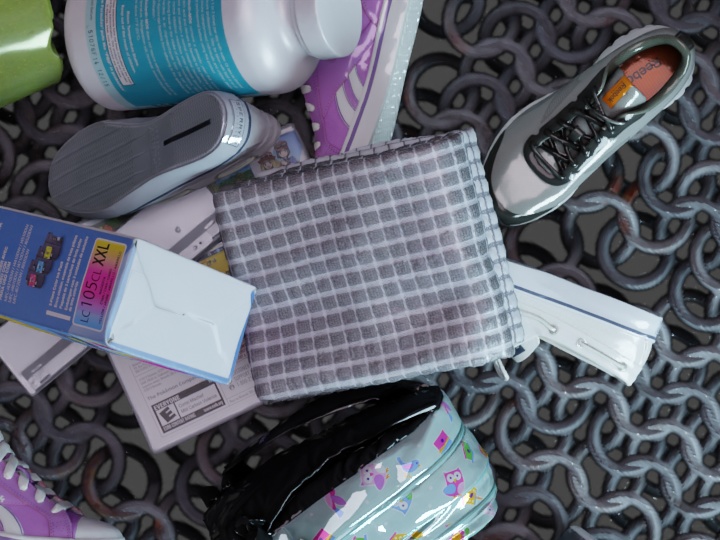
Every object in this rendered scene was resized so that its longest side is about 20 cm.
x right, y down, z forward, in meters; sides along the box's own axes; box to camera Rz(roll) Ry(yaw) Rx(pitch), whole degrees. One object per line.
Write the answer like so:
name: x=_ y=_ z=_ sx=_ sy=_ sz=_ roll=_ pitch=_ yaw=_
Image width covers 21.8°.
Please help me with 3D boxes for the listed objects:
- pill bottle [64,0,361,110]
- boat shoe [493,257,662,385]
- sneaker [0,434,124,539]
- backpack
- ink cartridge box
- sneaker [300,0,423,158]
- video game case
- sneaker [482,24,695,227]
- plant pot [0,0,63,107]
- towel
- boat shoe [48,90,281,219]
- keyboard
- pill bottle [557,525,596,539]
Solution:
pill bottle: x=-0.102 y=-0.176 z=1.330 sx=0.200 sy=0.111 sz=0.111 roll=-3 pitch=87 yaw=28
boat shoe: x=0.115 y=0.039 z=1.377 sx=0.202 sy=0.075 sz=0.086 roll=20 pitch=91 yaw=-8
sneaker: x=-0.260 y=0.149 z=1.365 sx=0.200 sy=0.073 sz=0.115 roll=14 pitch=85 yaw=1
backpack: x=-0.005 y=0.166 z=1.338 sx=0.200 sy=0.167 sz=0.127 roll=-33 pitch=107 yaw=-4
ink cartridge box: x=-0.192 y=0.011 z=1.292 sx=0.200 sy=0.136 sz=0.077 roll=15 pitch=84 yaw=37
sneaker: x=-0.028 y=-0.137 z=1.389 sx=0.114 sy=0.073 sz=0.201 roll=13 pitch=82 yaw=9
video game case: x=-0.102 y=0.013 z=1.401 sx=0.200 sy=0.022 sz=0.183 roll=-25 pitch=87 yaw=0
sneaker: x=0.164 y=-0.111 z=1.376 sx=0.200 sy=0.079 sz=0.074 roll=-42 pitch=89 yaw=0
plant pot: x=-0.320 y=-0.172 z=1.344 sx=0.190 sy=0.200 sz=0.200 roll=-17 pitch=87 yaw=-13
towel: x=0.000 y=0.000 z=1.308 sx=0.200 sy=0.086 sz=0.166 roll=-13 pitch=98 yaw=18
boat shoe: x=-0.142 y=-0.076 z=1.357 sx=0.200 sy=0.067 sz=0.074 roll=-11 pitch=74 yaw=41
keyboard: x=-0.184 y=0.008 z=1.388 sx=0.200 sy=0.011 sz=0.056 roll=-40 pitch=82 yaw=-1
pill bottle: x=0.132 y=0.291 z=1.343 sx=0.106 sy=0.106 sz=0.200 roll=38 pitch=88 yaw=2
